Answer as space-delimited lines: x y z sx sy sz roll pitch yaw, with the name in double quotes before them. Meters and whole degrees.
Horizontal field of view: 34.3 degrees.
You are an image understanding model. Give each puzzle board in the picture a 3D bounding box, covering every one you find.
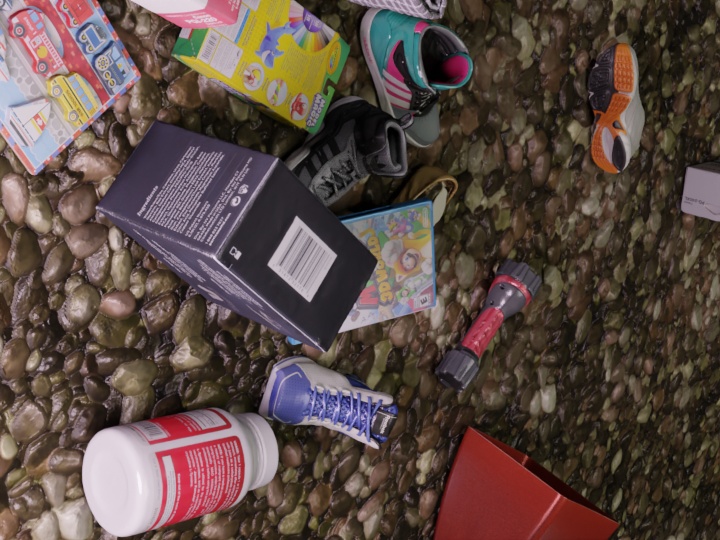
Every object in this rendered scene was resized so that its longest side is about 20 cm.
"puzzle board" -0.297 -0.209 1.063 0.151 0.017 0.201 -49 134 -24

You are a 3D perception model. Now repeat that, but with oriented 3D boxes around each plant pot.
"plant pot" 0.227 0.377 1.729 0.199 0.199 0.177 31 91 -48

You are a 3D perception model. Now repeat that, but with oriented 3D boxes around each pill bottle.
"pill bottle" -0.189 0.211 1.260 0.199 0.112 0.114 -5 108 -46

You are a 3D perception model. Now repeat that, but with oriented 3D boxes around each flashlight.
"flashlight" 0.182 0.078 1.653 0.201 0.068 0.068 -54 137 -21

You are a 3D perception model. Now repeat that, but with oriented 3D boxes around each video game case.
"video game case" 0.000 0.000 1.413 0.198 0.018 0.145 -14 116 -22

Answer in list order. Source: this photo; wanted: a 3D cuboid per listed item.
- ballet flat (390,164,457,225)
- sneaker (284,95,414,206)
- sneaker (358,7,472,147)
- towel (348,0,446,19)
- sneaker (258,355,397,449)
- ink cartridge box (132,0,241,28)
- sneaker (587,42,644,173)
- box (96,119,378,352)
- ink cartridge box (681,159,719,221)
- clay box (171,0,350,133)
"ballet flat" 0.054 -0.052 1.470 0.201 0.063 0.069 -56 136 -17
"sneaker" -0.017 -0.114 1.324 0.201 0.113 0.076 -57 137 -21
"sneaker" 0.084 -0.224 1.396 0.084 0.120 0.201 -49 135 -23
"towel" 0.009 -0.367 1.232 0.086 0.165 0.201 -45 132 -19
"sneaker" -0.019 0.163 1.428 0.198 0.114 0.081 16 91 -49
"ink cartridge box" -0.192 -0.329 1.074 0.199 0.084 0.147 19 81 -48
"sneaker" 0.396 -0.256 1.776 0.092 0.075 0.202 -38 137 -42
"box" -0.122 -0.036 1.177 0.118 0.199 0.197 -59 138 -13
"ink cartridge box" 0.680 -0.142 2.062 0.199 0.144 0.084 -14 115 -44
"clay box" -0.100 -0.235 1.247 0.199 0.047 0.116 28 82 -50
